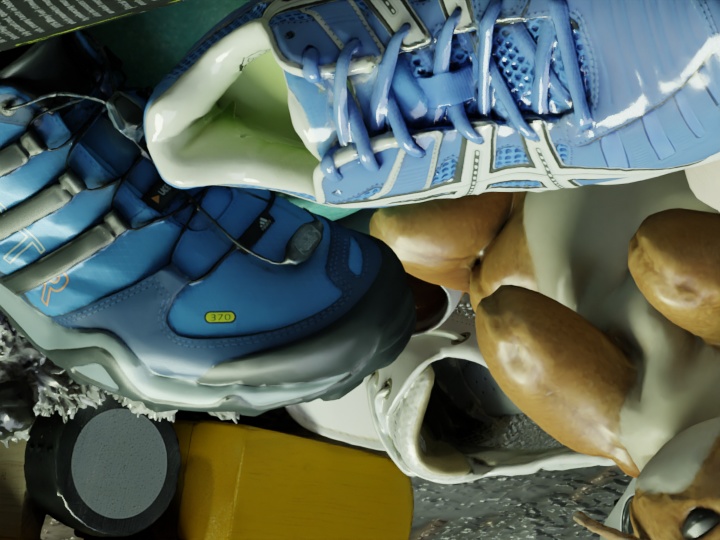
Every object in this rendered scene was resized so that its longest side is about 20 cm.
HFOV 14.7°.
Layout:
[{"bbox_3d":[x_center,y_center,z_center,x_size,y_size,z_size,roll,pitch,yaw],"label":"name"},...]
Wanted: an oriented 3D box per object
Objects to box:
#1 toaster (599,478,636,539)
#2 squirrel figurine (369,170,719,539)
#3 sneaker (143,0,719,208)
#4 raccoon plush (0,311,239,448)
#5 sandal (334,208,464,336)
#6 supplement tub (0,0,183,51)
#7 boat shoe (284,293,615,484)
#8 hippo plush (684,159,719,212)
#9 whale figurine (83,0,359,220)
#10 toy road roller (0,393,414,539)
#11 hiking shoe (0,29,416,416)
[{"bbox_3d":[0.220,0.110,1.191,0.199,0.119,0.181,-8,153,-17],"label":"toaster"},{"bbox_3d":[0.119,0.046,0.840,0.141,0.187,0.200,-32,143,14],"label":"squirrel figurine"},{"bbox_3d":[0.026,-0.045,0.697,0.077,0.076,0.199,-31,-164,-39],"label":"sneaker"},{"bbox_3d":[-0.131,0.009,1.042,0.199,0.097,0.134,11,-177,42],"label":"raccoon plush"},{"bbox_3d":[-0.007,0.000,0.910,0.079,0.207,0.060,3,118,36],"label":"sandal"},{"bbox_3d":[-0.070,-0.125,0.708,0.199,0.123,0.123,-14,152,15],"label":"supplement tub"},{"bbox_3d":[0.033,0.046,1.058,0.199,0.069,0.071,-6,121,44],"label":"boat shoe"},{"bbox_3d":[0.170,-0.060,0.761,0.158,0.201,0.161,17,175,15],"label":"hippo plush"},{"bbox_3d":[-0.065,-0.061,0.852,0.199,0.104,0.159,-7,153,7],"label":"whale figurine"},{"bbox_3d":[-0.086,0.129,1.144,0.199,0.147,0.123,11,172,-34],"label":"toy road roller"},{"bbox_3d":[-0.078,-0.023,0.781,0.199,0.075,0.087,19,138,14],"label":"hiking shoe"}]
